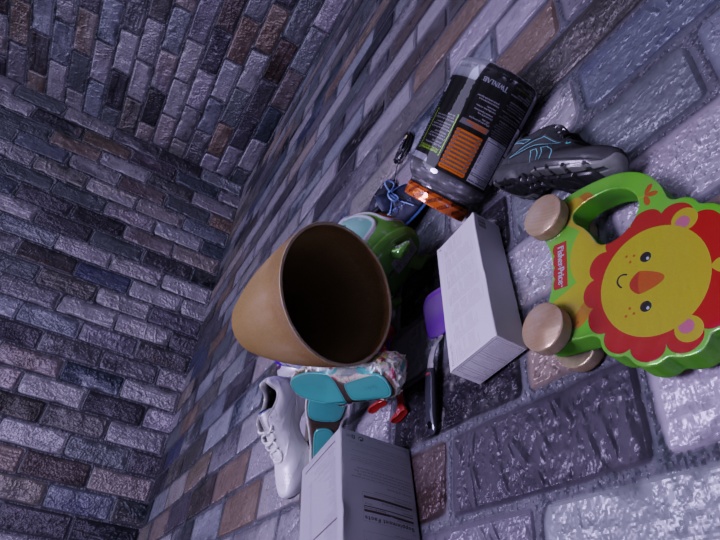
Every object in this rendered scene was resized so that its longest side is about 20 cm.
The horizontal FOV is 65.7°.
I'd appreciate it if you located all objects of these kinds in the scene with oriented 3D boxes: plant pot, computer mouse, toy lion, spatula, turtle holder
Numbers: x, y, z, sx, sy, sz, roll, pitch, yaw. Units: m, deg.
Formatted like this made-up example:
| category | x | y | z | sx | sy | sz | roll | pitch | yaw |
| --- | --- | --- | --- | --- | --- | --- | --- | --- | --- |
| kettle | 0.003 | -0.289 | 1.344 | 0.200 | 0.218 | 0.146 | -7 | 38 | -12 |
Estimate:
| category | x | y | z | sx | sy | sz | roll | pitch | yaw |
| --- | --- | --- | --- | --- | --- | --- | --- | --- | --- |
| plant pot | -0.089 | 0.055 | 0.774 | 0.199 | 0.185 | 0.188 | -23 | 46 | 44 |
| computer mouse | 0.060 | -0.195 | 1.142 | 0.059 | 0.034 | 0.202 | -4 | 65 | 68 |
| toy lion | 0.236 | -0.004 | 0.484 | 0.191 | 0.068 | 0.202 | -31 | 41 | 48 |
| spatula | 0.098 | 0.119 | 0.745 | 0.056 | 0.020 | 0.202 | -38 | 36 | 50 |
| turtle holder | 0.007 | -0.004 | 0.880 | 0.131 | 0.140 | 0.187 | 36 | 115 | 26 |

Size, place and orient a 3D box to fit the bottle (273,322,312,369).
| category | x | y | z | sx | sy | sz | roll | pitch | yaw |
| --- | --- | --- | --- | --- | --- | --- | --- | --- | --- |
| bottle | -0.122 | 0.120 | 0.942 | 0.199 | 0.065 | 0.084 | -2 | 110 | 50 |

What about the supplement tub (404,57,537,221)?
| category | x | y | z | sx | sy | sz | roll | pitch | yaw |
| --- | --- | --- | --- | --- | --- | --- | --- | --- | --- |
| supplement tub | 0.148 | -0.179 | 0.782 | 0.202 | 0.121 | 0.123 | -63 | 21 | 12 |

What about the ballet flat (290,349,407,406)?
| category | x | y | z | sx | sy | sz | roll | pitch | yaw |
| --- | --- | --- | --- | --- | --- | --- | --- | --- | --- |
| ballet flat | -0.012 | 0.148 | 0.779 | 0.198 | 0.076 | 0.064 | -10 | 25 | 40 |

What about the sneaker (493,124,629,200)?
| category | x | y | z | sx | sy | sz | roll | pitch | yaw |
| --- | --- | --- | --- | --- | --- | --- | --- | --- | --- |
| sneaker | 0.219 | -0.128 | 0.622 | 0.080 | 0.075 | 0.200 | -65 | 21 | -2 |

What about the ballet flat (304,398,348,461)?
| category | x | y | z | sx | sy | sz | roll | pitch | yaw |
| --- | --- | --- | --- | --- | --- | --- | --- | --- | --- |
| ballet flat | -0.054 | 0.230 | 0.888 | 0.070 | 0.069 | 0.203 | -123 | 35 | -66 |

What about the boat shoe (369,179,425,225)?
| category | x | y | z | sx | sy | sz | roll | pitch | yaw |
| --- | --- | --- | --- | --- | --- | --- | --- | --- | --- |
| boat shoe | 0.050 | -0.104 | 0.975 | 0.200 | 0.069 | 0.084 | -47 | 20 | 7 |

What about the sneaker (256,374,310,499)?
| category | x | y | z | sx | sy | sz | roll | pitch | yaw |
| --- | --- | --- | --- | --- | --- | --- | --- | --- | --- |
| sneaker | -0.135 | 0.271 | 0.920 | 0.074 | 0.087 | 0.202 | -26 | 60 | 32 |

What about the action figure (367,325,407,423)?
| category | x | y | z | sx | sy | sz | roll | pitch | yaw |
| --- | --- | --- | --- | --- | --- | --- | --- | --- | --- |
| action figure | 0.014 | 0.149 | 0.858 | 0.099 | 0.065 | 0.201 | -44 | 30 | 29 |

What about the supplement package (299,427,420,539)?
| category | x | y | z | sx | sy | sz | roll | pitch | yaw |
| --- | --- | --- | --- | --- | --- | --- | --- | --- | --- |
| supplement package | -0.003 | 0.317 | 0.668 | 0.114 | 0.109 | 0.201 | -53 | 24 | 32 |

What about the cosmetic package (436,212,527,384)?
| category | x | y | z | sx | sy | sz | roll | pitch | yaw |
| --- | --- | --- | --- | --- | --- | --- | --- | --- | --- |
| cosmetic package | 0.143 | 0.029 | 0.683 | 0.083 | 0.050 | 0.201 | -47 | 28 | 38 |

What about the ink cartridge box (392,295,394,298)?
| category | x | y | z | sx | sy | sz | roll | pitch | yaw |
| --- | --- | --- | --- | --- | --- | --- | --- | --- | --- |
| ink cartridge box | 0.016 | 0.058 | 0.989 | 0.202 | 0.039 | 0.099 | -64 | 20 | 5 |

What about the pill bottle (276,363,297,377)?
| category | x | y | z | sx | sy | sz | roll | pitch | yaw |
| --- | --- | --- | --- | --- | --- | --- | --- | --- | --- |
| pill bottle | -0.104 | 0.148 | 1.048 | 0.112 | 0.111 | 0.203 | -35 | 57 | 55 |

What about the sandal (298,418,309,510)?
| category | x | y | z | sx | sy | sz | roll | pitch | yaw |
| --- | --- | --- | --- | --- | --- | --- | --- | --- | --- |
| sandal | -0.094 | 0.321 | 0.968 | 0.082 | 0.054 | 0.201 | -51 | 26 | 37 |
